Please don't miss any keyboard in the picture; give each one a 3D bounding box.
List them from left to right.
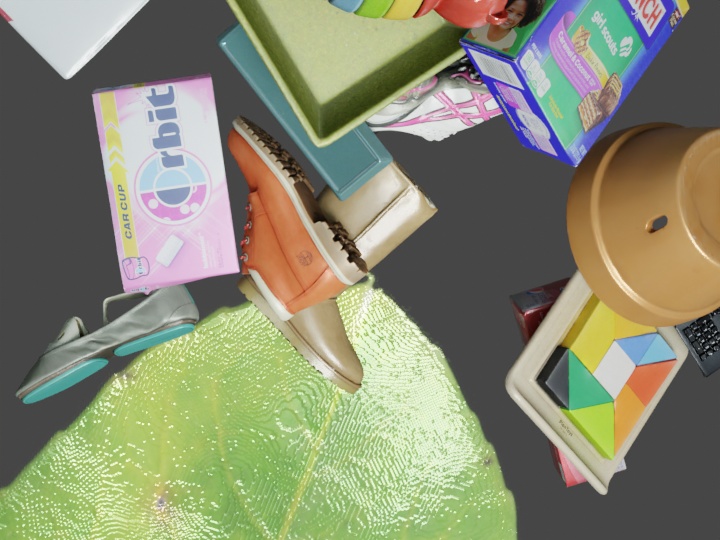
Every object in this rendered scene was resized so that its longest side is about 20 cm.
[{"bbox_3d":[0.430,0.039,1.606,0.199,0.040,0.104,-36,106,-1],"label":"keyboard"}]

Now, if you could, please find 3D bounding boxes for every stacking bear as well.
[{"bbox_3d":[0.036,-0.266,1.329,0.198,0.122,0.114,15,128,-13],"label":"stacking bear"}]

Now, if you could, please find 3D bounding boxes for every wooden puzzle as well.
[{"bbox_3d":[0.244,0.094,1.544,0.185,0.037,0.201,46,65,-31],"label":"wooden puzzle"}]

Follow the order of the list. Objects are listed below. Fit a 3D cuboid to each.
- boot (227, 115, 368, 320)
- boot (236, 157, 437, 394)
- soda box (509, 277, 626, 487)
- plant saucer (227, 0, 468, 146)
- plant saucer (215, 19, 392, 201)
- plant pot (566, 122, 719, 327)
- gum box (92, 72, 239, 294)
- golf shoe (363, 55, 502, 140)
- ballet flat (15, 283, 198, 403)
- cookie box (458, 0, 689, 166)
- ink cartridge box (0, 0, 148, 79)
[{"bbox_3d":[-0.089,-0.051,1.495,0.107,0.075,0.201,-35,76,14],"label":"boot"},{"bbox_3d":[0.000,0.000,1.545,0.200,0.066,0.175,-44,103,5],"label":"boot"},{"bbox_3d":[0.215,0.115,1.600,0.069,0.063,0.201,-17,107,-1],"label":"soda box"},{"bbox_3d":[-0.012,-0.249,1.410,0.199,0.048,0.201,-33,104,-7],"label":"plant saucer"},{"bbox_3d":[-0.056,-0.163,1.489,0.070,0.019,0.200,-37,93,20],"label":"plant saucer"},{"bbox_3d":[0.316,-0.055,1.485,0.199,0.140,0.202,5,78,-24],"label":"plant pot"},{"bbox_3d":[-0.185,-0.081,1.496,0.112,0.066,0.202,-9,101,-5],"label":"gum box"},{"bbox_3d":[0.090,-0.171,1.516,0.198,0.073,0.092,-2,138,-11],"label":"golf shoe"},{"bbox_3d":[-0.258,0.066,1.546,0.199,0.067,0.064,-24,79,0],"label":"ballet flat"},{"bbox_3d":[0.202,-0.228,1.431,0.201,0.075,0.171,-54,141,-11],"label":"cookie box"},{"bbox_3d":[-0.256,-0.279,1.374,0.145,0.200,0.145,-44,106,4],"label":"ink cartridge box"}]
